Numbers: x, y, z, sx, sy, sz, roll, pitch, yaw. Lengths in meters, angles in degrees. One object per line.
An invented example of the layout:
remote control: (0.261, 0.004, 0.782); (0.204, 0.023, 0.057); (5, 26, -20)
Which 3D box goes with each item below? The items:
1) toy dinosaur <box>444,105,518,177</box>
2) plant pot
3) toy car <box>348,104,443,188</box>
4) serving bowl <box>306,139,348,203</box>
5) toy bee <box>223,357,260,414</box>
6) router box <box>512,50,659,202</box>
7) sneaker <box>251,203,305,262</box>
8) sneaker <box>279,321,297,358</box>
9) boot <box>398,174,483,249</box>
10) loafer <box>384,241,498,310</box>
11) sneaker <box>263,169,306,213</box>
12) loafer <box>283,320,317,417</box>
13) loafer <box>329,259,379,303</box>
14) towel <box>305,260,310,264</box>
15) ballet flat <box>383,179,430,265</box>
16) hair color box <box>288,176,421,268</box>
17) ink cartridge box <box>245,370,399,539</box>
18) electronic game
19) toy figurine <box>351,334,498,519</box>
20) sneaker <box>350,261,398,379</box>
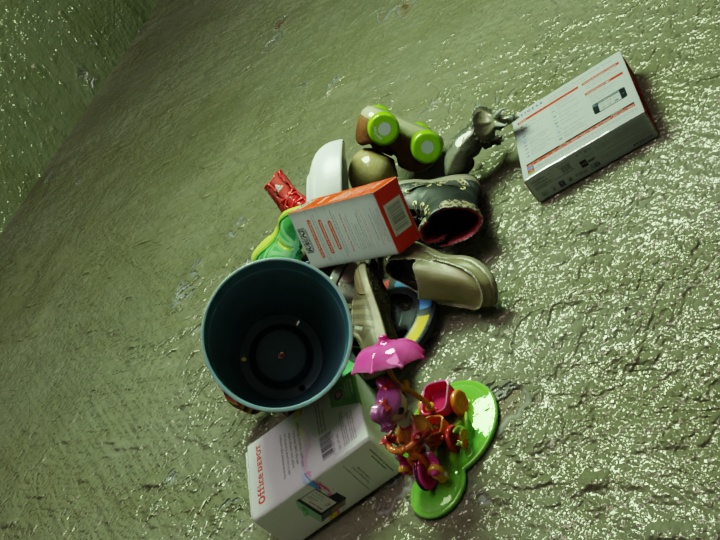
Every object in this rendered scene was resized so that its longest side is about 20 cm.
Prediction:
toy dinosaur: (0.170, -0.194, 1.557); (0.077, 0.102, 0.200); (49, 113, 17)
plant pot: (-0.112, 0.106, 1.340); (0.201, 0.199, 0.188); (-53, -7, -14)
toy car: (0.043, -0.172, 1.694); (0.164, 0.156, 0.202); (-101, 33, -76)
serving bowl: (-0.055, -0.118, 1.634); (0.065, 0.202, 0.201); (-2, 40, 2)
toy bee: (-0.189, 0.119, 1.513); (0.130, 0.108, 0.203); (-19, 67, 44)
router box: (0.331, -0.218, 1.460); (0.199, 0.049, 0.181); (-30, 34, 24)
sneaker: (-0.123, -0.049, 1.758); (0.084, 0.074, 0.200); (56, 132, 18)
sneaker: (-0.136, 0.102, 1.622); (0.200, 0.081, 0.074); (-48, 14, -22)
boot: (0.097, -0.086, 1.491); (0.197, 0.074, 0.151); (-9, 23, 5)
loafer: (0.112, 0.015, 1.389); (0.067, 0.077, 0.199); (-29, 31, -32)
sneaker: (-0.128, -0.121, 1.829); (0.079, 0.116, 0.200); (-48, 31, -7)
loafer: (-0.075, 0.134, 1.480); (0.202, 0.071, 0.063); (-62, 37, 18)
loafer: (0.000, 0.000, 1.578); (0.200, 0.062, 0.073); (-57, -17, -57)
towel: (-0.119, 0.013, 1.661); (0.144, 0.024, 0.200); (-36, 1, 16)
ballet flat: (0.079, -0.081, 1.602); (0.067, 0.046, 0.202); (-12, 44, 42)
hair color box: (-0.012, -0.068, 1.464); (0.199, 0.103, 0.061); (-9, 20, 47)
ink cartridge box: (-0.054, 0.257, 1.323); (0.199, 0.084, 0.145); (-37, 31, 13)
electronic game: (0.035, 0.086, 1.462); (0.199, 0.042, 0.201); (-31, 34, 23)
toy figurine: (0.057, 0.172, 1.195); (0.149, 0.184, 0.202); (-18, 40, 37)
sneaker: (0.005, 0.070, 1.412); (0.075, 0.070, 0.201); (-31, 40, 16)
